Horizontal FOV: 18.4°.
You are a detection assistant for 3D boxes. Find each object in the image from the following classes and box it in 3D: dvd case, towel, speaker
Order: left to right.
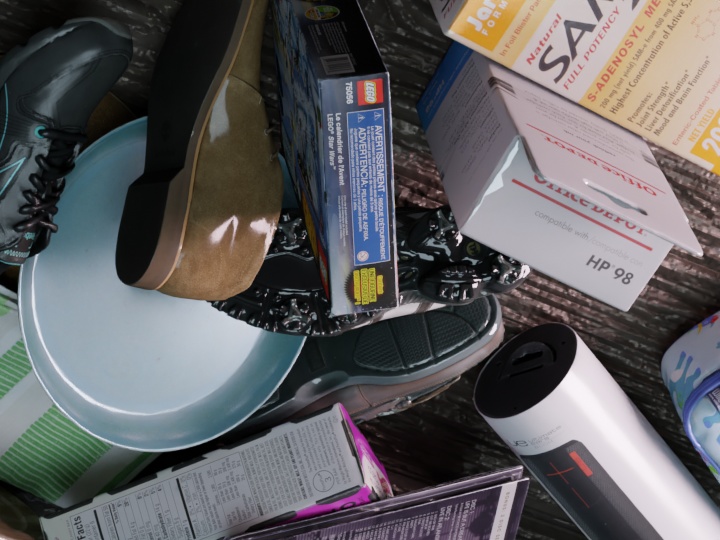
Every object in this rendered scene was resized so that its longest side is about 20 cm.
[{"bbox_3d":[-0.208,0.077,1.347,0.199,0.023,0.152,27,129,-29],"label":"towel"},{"bbox_3d":[0.003,0.197,1.372,0.199,0.016,0.149,-11,133,-24],"label":"dvd case"},{"bbox_3d":[0.158,0.125,1.425,0.081,0.081,0.200,-34,119,11],"label":"speaker"}]

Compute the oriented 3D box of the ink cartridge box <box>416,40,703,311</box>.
[{"bbox_3d":[0.107,-0.052,1.247,0.115,0.200,0.067,25,113,-20],"label":"ink cartridge box"}]

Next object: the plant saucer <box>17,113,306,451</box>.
[{"bbox_3d":[-0.114,0.005,1.303,0.199,0.027,0.201,-8,105,-32],"label":"plant saucer"}]

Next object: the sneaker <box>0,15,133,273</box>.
[{"bbox_3d":[-0.182,-0.053,1.211,0.200,0.079,0.075,-46,155,22],"label":"sneaker"}]

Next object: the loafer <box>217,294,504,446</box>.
[{"bbox_3d":[-0.002,0.063,1.382,0.199,0.072,0.063,-19,141,10],"label":"loafer"}]

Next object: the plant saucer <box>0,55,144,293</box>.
[{"bbox_3d":[-0.211,-0.028,1.308,0.199,0.035,0.201,-3,120,-6],"label":"plant saucer"}]

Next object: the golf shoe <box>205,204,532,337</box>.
[{"bbox_3d":[0.000,0.000,1.320,0.199,0.094,0.078,-3,87,-7],"label":"golf shoe"}]

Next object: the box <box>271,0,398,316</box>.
[{"bbox_3d":[-0.016,-0.085,1.210,0.040,0.200,0.138,-6,121,-7],"label":"box"}]

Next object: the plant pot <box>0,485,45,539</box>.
[{"bbox_3d":[-0.283,0.207,1.358,0.199,0.200,0.174,28,95,-22],"label":"plant pot"}]

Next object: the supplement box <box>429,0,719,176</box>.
[{"bbox_3d":[0.155,-0.155,1.269,0.199,0.074,0.126,24,113,-20],"label":"supplement box"}]

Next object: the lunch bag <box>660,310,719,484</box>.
[{"bbox_3d":[0.299,0.094,1.429,0.160,0.083,0.200,-32,120,7],"label":"lunch bag"}]

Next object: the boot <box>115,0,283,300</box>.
[{"bbox_3d":[-0.076,-0.081,1.250,0.075,0.074,0.201,16,87,-30],"label":"boot"}]

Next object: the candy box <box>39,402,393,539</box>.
[{"bbox_3d":[-0.082,0.162,1.384,0.199,0.061,0.136,-21,155,5],"label":"candy box"}]
